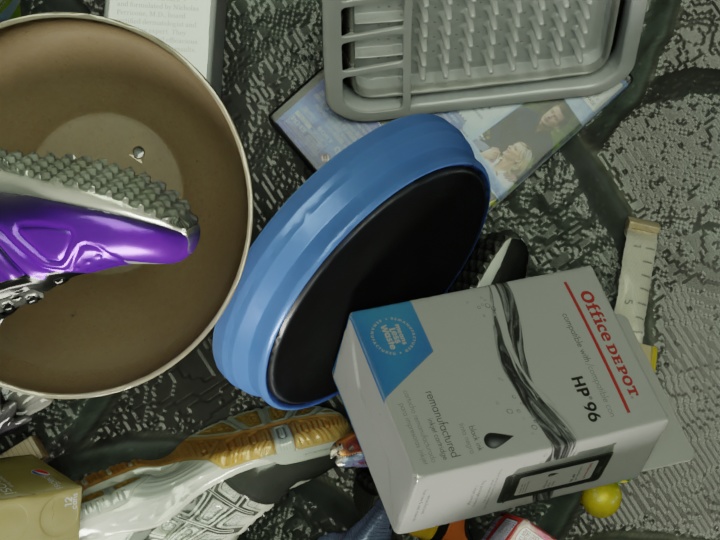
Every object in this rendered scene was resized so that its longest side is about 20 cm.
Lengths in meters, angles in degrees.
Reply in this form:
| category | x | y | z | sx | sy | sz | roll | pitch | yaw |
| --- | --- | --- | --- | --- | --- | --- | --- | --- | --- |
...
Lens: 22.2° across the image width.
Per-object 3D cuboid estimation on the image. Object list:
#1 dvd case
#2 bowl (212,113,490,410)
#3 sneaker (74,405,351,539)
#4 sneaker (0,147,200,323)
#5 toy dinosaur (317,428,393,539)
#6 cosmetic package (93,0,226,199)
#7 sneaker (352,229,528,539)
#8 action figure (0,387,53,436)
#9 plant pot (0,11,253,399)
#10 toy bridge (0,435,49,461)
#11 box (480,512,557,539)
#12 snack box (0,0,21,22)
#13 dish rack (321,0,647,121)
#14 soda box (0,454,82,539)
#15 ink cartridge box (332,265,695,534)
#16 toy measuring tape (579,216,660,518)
| category | x | y | z | sx | sy | sz | roll | pitch | yaw |
| --- | --- | --- | --- | --- | --- | --- | --- | --- | --- |
| dvd case | 0.059 | -0.111 | 1.193 | 0.200 | 0.018 | 0.143 | -42 | 89 | -4 |
| bowl | 0.000 | 0.000 | 1.078 | 0.039 | 0.201 | 0.201 | 42 | 84 | 23 |
| sneaker | -0.093 | 0.150 | 1.149 | 0.198 | 0.076 | 0.088 | -20 | 103 | -2 |
| sneaker | -0.180 | -0.008 | 0.929 | 0.198 | 0.070 | 0.100 | 8 | 103 | 4 |
| toy dinosaur | -0.025 | 0.186 | 1.100 | 0.104 | 0.200 | 0.183 | 30 | 66 | -12 |
| cosmetic package | -0.122 | -0.138 | 1.144 | 0.073 | 0.102 | 0.202 | 2 | 85 | -1 |
| sneaker | 0.072 | 0.076 | 1.163 | 0.090 | 0.070 | 0.201 | 27 | 85 | -16 |
| action figure | -0.242 | 0.059 | 1.043 | 0.102 | 0.200 | 0.119 | -44 | 88 | 0 |
| plant pot | -0.153 | -0.040 | 1.021 | 0.198 | 0.134 | 0.202 | 0 | 96 | 1 |
| toy bridge | -0.276 | 0.049 | 1.158 | 0.067 | 0.027 | 0.201 | -31 | 88 | -4 |
| box | 0.070 | 0.247 | 1.049 | 0.095 | 0.100 | 0.201 | 34 | 84 | 1 |
| snack box | -0.267 | -0.082 | 1.058 | 0.067 | 0.200 | 0.169 | 32 | 67 | 8 |
| dish rack | 0.074 | -0.164 | 1.117 | 0.198 | 0.172 | 0.044 | -6 | 58 | -3 |
| soda box | -0.214 | 0.216 | 1.093 | 0.067 | 0.064 | 0.202 | -4 | 107 | -38 |
| ink cartridge box | 0.098 | 0.069 | 1.070 | 0.198 | 0.068 | 0.117 | -11 | 57 | -20 |
| toy measuring tape | 0.162 | 0.066 | 1.176 | 0.073 | 0.074 | 0.202 | 12 | 63 | -2 |
